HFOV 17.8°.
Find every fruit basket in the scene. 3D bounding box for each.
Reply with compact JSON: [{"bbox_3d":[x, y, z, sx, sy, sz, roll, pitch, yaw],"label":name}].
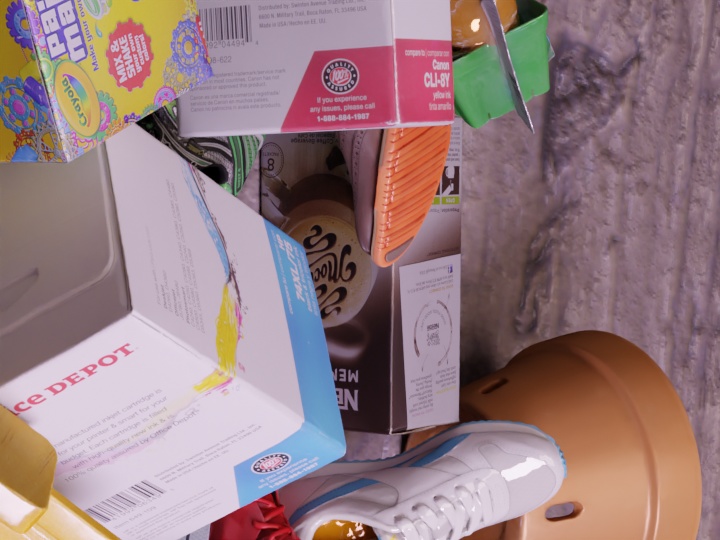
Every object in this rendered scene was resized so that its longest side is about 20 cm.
[{"bbox_3d":[0.059,-0.206,1.518,0.093,0.185,0.201,-22,117,-13],"label":"fruit basket"}]

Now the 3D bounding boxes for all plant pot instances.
[{"bbox_3d":[0.122,0.149,1.621,0.139,0.199,0.202,-6,98,-35],"label":"plant pot"}]

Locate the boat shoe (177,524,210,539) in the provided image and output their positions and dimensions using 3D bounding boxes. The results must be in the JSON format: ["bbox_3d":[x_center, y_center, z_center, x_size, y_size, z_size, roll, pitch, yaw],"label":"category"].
[{"bbox_3d":[-0.119,0.107,1.374,0.074,0.066,0.201,58,38,-48],"label":"boat shoe"}]

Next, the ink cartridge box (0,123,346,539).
[{"bbox_3d":[-0.130,0.035,1.248,0.200,0.146,0.147,37,32,-48],"label":"ink cartridge box"}]

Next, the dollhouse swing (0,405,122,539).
[{"bbox_3d":[-0.199,0.190,1.109,0.176,0.182,0.200,43,93,-11],"label":"dollhouse swing"}]

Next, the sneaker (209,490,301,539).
[{"bbox_3d":[-0.054,0.154,1.424,0.078,0.115,0.202,11,84,-53],"label":"sneaker"}]

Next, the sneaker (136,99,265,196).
[{"bbox_3d":[-0.119,-0.095,1.351,0.200,0.078,0.086,32,68,-51],"label":"sneaker"}]

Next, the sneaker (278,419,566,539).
[{"bbox_3d":[0.040,0.157,1.483,0.081,0.198,0.077,-105,180,-57],"label":"sneaker"}]

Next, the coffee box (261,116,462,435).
[{"bbox_3d":[0.000,0.000,1.491,0.080,0.112,0.202,-4,95,-52],"label":"coffee box"}]

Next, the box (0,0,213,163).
[{"bbox_3d":[-0.201,-0.168,1.138,0.122,0.191,0.202,-36,120,-47],"label":"box"}]

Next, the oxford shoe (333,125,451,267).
[{"bbox_3d":[0.009,-0.101,1.384,0.071,0.072,0.202,-30,129,-52],"label":"oxford shoe"}]

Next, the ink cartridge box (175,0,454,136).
[{"bbox_3d":[-0.028,-0.179,1.288,0.083,0.144,0.202,-9,98,-61],"label":"ink cartridge box"}]
